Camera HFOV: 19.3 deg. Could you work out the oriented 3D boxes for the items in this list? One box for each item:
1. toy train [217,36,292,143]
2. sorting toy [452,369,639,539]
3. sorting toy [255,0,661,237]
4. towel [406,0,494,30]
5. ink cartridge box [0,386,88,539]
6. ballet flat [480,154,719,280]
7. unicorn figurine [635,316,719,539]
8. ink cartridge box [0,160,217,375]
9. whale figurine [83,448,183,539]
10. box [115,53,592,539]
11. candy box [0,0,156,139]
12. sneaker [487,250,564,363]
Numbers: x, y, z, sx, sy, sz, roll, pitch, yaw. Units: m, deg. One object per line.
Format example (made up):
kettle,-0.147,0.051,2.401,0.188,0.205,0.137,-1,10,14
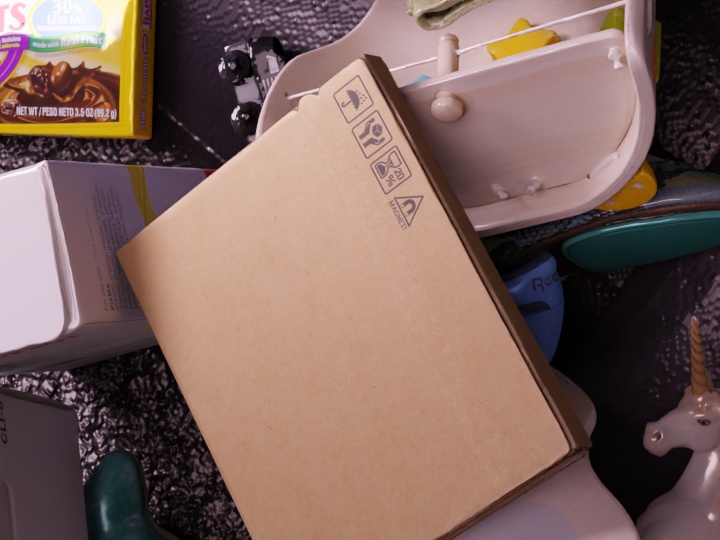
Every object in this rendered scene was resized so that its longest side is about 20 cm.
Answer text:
toy train,-0.029,-0.027,1.108,0.045,0.034,0.202,-16,84,12
sorting toy,0.052,0.147,0.958,0.180,0.106,0.201,32,98,56
sorting toy,0.070,-0.117,1.006,0.199,0.107,0.181,-13,50,31
towel,0.090,-0.197,0.984,0.147,0.037,0.201,-16,41,25
ink cartridge box,-0.251,0.146,1.059,0.198,0.145,0.147,-12,76,19
ballet flat,0.097,-0.027,1.033,0.199,0.074,0.075,-18,84,21
unicorn figurine,0.153,0.145,0.986,0.137,0.074,0.201,-33,82,1
ink cartridge box,-0.155,0.002,1.073,0.144,0.200,0.084,-15,85,24
whale figurine,-0.109,0.196,1.109,0.159,0.104,0.201,-36,78,21
box,-0.010,0.033,0.937,0.163,0.021,0.201,-36,71,25
candy box,-0.206,-0.127,1.189,0.198,0.026,0.103,3,89,24
sneaker,0.000,0.000,0.993,0.199,0.066,0.079,13,115,18
